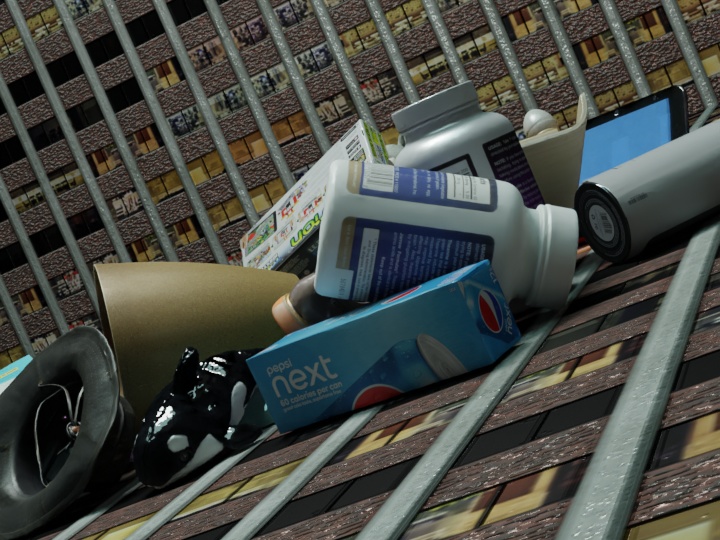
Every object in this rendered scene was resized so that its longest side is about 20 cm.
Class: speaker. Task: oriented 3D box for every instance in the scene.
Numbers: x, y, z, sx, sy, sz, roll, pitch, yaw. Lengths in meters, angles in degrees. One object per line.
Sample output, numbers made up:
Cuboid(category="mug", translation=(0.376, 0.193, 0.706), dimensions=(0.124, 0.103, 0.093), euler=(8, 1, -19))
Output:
Cuboid(category="speaker", translation=(0.296, -0.081, 1.290), dimensions=(0.200, 0.081, 0.081), euler=(-25, 4, -22))

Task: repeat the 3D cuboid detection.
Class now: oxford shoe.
Cuboid(category="oxford shoe", translation=(0.004, 0.033, 1.263), dimensions=(0.073, 0.071, 0.200), euler=(-48, -21, 18))

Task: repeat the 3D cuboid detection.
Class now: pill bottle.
Cuboid(category="pill bottle", translation=(0.067, -0.022, 1.137), dimensions=(0.200, 0.111, 0.111), euler=(8, 3, -2))
Cuboid(category="pill bottle", translation=(0.101, -0.059, 1.247), dimensions=(0.112, 0.200, 0.112), euler=(-23, 3, 1))

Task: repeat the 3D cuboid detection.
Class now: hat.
Cuboid(category="hat", translation=(-0.250, 0.151, 1.237), dimensions=(0.200, 0.201, 0.081), euler=(-21, -36, 38))

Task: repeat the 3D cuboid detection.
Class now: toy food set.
Cuboid(category="toy food set", translation=(0.125, -0.094, 1.382), dimensions=(0.200, 0.060, 0.144), euler=(-18, -30, -6))

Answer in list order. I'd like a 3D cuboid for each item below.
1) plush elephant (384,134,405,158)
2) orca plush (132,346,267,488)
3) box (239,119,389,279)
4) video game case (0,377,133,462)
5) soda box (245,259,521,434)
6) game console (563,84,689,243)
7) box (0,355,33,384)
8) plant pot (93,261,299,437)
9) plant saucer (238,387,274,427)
Cuboid(category="plush elephant", translation=(0.049, -0.068, 1.565), dimensions=(0.165, 0.155, 0.200), euler=(-26, -34, 13))
Cuboid(category="orca plush", translation=(-0.119, 0.093, 1.165), dimensions=(0.105, 0.071, 0.200), euler=(18, 38, 41))
Cuboid(category="box", translation=(-0.048, -0.058, 1.515), dimensions=(0.200, 0.035, 0.110), euler=(-43, 32, 20))
Cuboid(category="video game case", translation=(-0.328, 0.164, 1.380), dimensions=(0.200, 0.036, 0.181), euler=(-25, 33, -5))
Cuboid(category="soda box", translation=(0.016, 0.060, 1.085), dimensions=(0.200, 0.068, 0.064), euler=(-21, 5, 31))
Cuboid(category="game console", translation=(0.264, -0.107, 1.595), dimensions=(0.172, 0.119, 0.200), euler=(-26, 4, -40))
Cuboid(category="box", translation=(-0.346, 0.159, 1.495), dimensions=(0.082, 0.049, 0.200), euler=(-30, 29, -19))
Cuboid(category="plant pot", translation=(-0.153, 0.066, 1.432), dimensions=(0.200, 0.187, 0.186), euler=(-12, 1, -13))
Cuboid(category="plant saucer", translation=(-0.101, 0.116, 1.298), dimensions=(0.200, 0.036, 0.200), euler=(-23, 4, 2))
